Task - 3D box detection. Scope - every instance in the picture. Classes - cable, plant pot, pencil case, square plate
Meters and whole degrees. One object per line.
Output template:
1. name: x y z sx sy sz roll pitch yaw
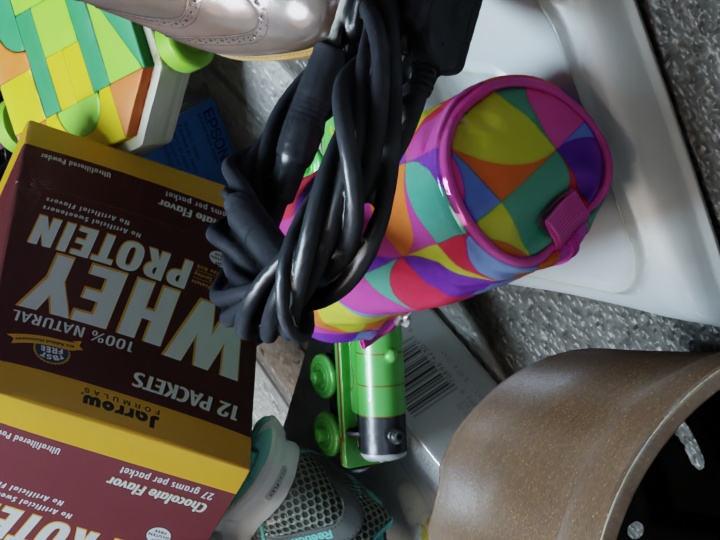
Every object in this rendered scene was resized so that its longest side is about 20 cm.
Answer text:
1. cable: -0.018 -0.050 0.977 0.051 0.200 0.163 31 137 -18
2. plant pot: 0.132 0.113 0.961 0.200 0.200 0.198 65 161 -14
3. pencil case: 0.027 -0.022 1.037 0.088 0.088 0.200 59 154 -3
4. square plate: 0.064 -0.069 1.051 0.198 0.028 0.200 13 130 57

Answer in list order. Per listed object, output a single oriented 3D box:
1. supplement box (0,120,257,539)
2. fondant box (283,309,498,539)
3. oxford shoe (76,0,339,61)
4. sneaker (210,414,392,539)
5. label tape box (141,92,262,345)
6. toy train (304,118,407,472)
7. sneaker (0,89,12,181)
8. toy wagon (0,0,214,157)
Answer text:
1. supplement box: -0.147 0.074 1.233 0.200 0.133 0.197 -89 23 -49
2. fondant box: 0.026 0.111 1.288 0.144 0.058 0.200 49 154 18
3. oxford shoe: -0.094 -0.139 1.159 0.200 0.073 0.071 16 106 32
4. sneaker: -0.031 0.132 1.252 0.091 0.078 0.200 28 172 0
5. label tape box: -0.132 -0.033 1.406 0.200 0.066 0.143 16 132 58
6. toy train: 0.000 0.000 1.162 0.056 0.042 0.200 7 103 58
7. sneaker: -0.191 -0.031 1.369 0.099 0.071 0.200 39 154 34
8. toy wagon: -0.156 -0.151 1.279 0.155 0.040 0.200 -21 85 43
